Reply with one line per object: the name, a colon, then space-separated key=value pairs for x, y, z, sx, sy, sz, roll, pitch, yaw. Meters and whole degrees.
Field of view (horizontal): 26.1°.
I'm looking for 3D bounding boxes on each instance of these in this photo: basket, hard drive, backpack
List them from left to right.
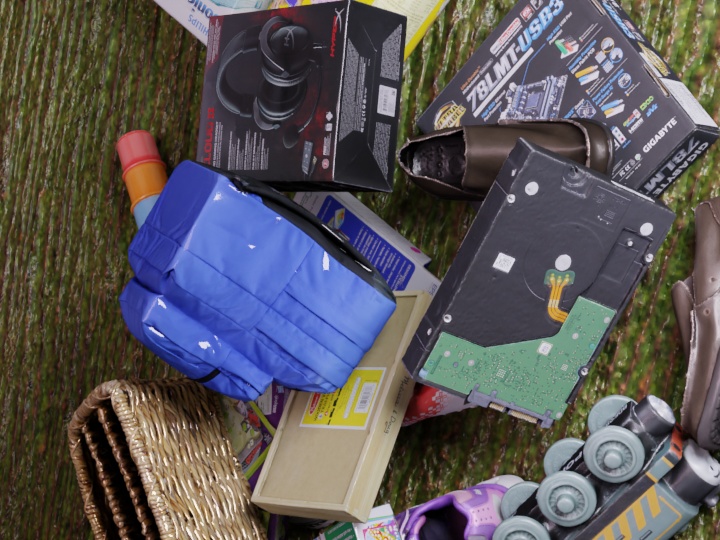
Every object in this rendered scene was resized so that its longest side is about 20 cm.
basket: x=-0.190 y=0.204 z=1.348 sx=0.142 sy=0.149 sz=0.201 roll=-27 pitch=77 yaw=25
backpack: x=-0.086 y=0.021 z=1.284 sx=0.168 sy=0.199 sz=0.162 roll=-58 pitch=23 yaw=3
hard drive: x=0.135 y=0.014 z=1.195 sx=0.201 sy=0.139 sz=0.038 roll=-64 pitch=23 yaw=15

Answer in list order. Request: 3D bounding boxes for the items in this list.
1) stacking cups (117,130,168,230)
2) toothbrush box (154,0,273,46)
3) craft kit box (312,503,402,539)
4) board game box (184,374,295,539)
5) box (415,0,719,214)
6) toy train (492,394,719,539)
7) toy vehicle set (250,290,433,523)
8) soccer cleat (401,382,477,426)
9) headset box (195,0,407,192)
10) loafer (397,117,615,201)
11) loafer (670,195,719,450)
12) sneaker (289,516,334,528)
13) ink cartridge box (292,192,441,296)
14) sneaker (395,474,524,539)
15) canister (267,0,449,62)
stacking cups: x=-0.203 y=-0.052 z=1.574 sx=0.060 sy=0.060 sz=0.201 roll=-34 pitch=66 yaw=33
toothbrush box: x=-0.115 y=-0.325 z=1.504 sx=0.146 sy=0.085 sz=0.201 roll=41 pitch=111 yaw=33
craft kit box: x=0.001 y=0.322 z=1.333 sx=0.200 sy=0.048 sz=0.199 roll=-46 pitch=62 yaw=57
board game box: x=-0.114 y=0.170 z=1.405 sx=0.119 sy=0.032 sz=0.202 roll=9 pitch=93 yaw=24
box: x=0.163 y=-0.118 z=1.280 sx=0.200 sy=0.050 sz=0.199 roll=-48 pitch=58 yaw=28
toy train: x=0.187 y=0.187 z=1.209 sx=0.114 sy=0.085 sz=0.200 roll=41 pitch=111 yaw=-4
toy vehicle set: x=-0.012 y=0.112 z=1.319 sx=0.124 sy=0.026 sz=0.201 roll=-3 pitch=60 yaw=48
soccer cleat: x=0.100 y=0.087 z=1.304 sx=0.200 sy=0.085 sz=0.069 roll=-43 pitch=19 yaw=39
headset box: x=-0.060 y=-0.144 z=1.329 sx=0.199 sy=0.077 sz=0.150 roll=4 pitch=87 yaw=44
loafer: x=0.111 y=-0.084 z=1.246 sx=0.199 sy=0.071 sz=0.074 roll=-4 pitch=85 yaw=41
loafer: x=0.271 y=0.035 z=1.172 sx=0.071 sy=0.073 sz=0.201 roll=7 pitch=82 yaw=44
sneaker: x=-0.094 y=0.202 z=1.450 sx=0.199 sy=0.082 sz=0.078 roll=-5 pitch=84 yaw=39
ink cartridge box: x=0.000 y=0.000 z=1.417 sx=0.200 sy=0.037 sz=0.095 roll=41 pitch=113 yaw=36
sneaker: x=0.055 y=0.232 z=1.319 sx=0.200 sy=0.088 sz=0.081 roll=-34 pitch=69 yaw=36
canister: x=-0.015 y=-0.225 z=1.414 sx=0.200 sy=0.086 sz=0.149 roll=-52 pitch=57 yaw=23
